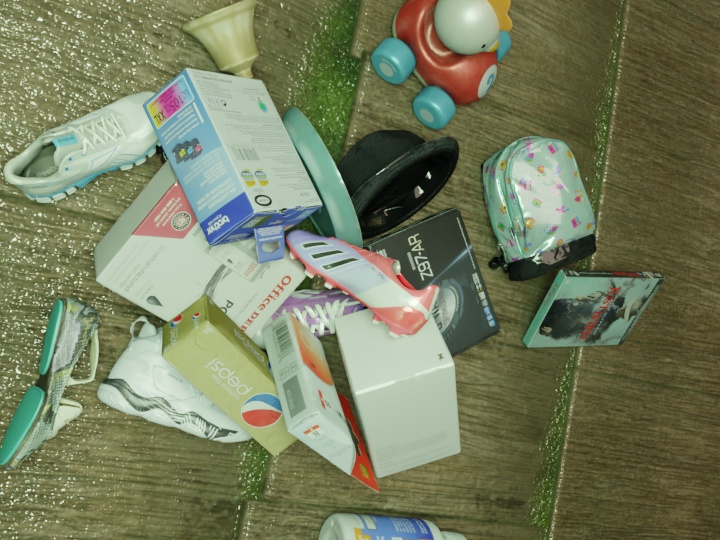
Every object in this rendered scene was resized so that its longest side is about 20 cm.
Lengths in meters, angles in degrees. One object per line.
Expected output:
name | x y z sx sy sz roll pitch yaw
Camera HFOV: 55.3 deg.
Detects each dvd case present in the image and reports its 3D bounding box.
dvd case | 0.368 0.061 1.085 0.199 0.022 0.147 1 127 -25

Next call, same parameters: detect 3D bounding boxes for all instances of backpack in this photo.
backpack | 0.267 -0.100 1.035 0.166 0.127 0.201 -20 94 -20

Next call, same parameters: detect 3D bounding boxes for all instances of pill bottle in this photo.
pill bottle | 0.049 0.393 0.931 0.199 0.112 0.113 12 84 -22

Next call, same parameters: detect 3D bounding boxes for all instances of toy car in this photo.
toy car | 0.149 -0.325 0.949 0.177 0.200 0.185 45 73 -16

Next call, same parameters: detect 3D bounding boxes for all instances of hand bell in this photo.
hand bell | -0.143 -0.238 0.895 0.104 0.104 0.201 -31 113 -21

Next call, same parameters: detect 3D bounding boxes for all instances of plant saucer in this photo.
plant saucer | -0.056 -0.105 0.856 0.027 0.200 0.201 -27 99 -11

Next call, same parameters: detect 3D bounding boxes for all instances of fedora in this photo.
fedora | 0.036 -0.134 0.937 0.200 0.201 0.092 -32 70 -21

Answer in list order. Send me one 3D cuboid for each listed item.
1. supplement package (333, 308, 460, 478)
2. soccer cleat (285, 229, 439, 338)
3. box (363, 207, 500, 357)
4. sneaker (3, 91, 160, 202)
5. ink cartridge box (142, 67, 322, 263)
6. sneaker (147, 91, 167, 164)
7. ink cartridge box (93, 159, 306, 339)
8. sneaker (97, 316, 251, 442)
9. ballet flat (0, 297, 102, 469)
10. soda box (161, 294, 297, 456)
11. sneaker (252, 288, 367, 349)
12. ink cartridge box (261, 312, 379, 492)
supplement package | 0.049 0.148 0.869 0.121 0.120 0.201 -15 136 -5
soccer cleat | 0.000 0.000 0.803 0.200 0.067 0.077 36 98 21
box | 0.102 0.028 1.003 0.160 0.043 0.201 -23 98 -23
sneaker | -0.306 -0.140 0.773 0.199 0.087 0.075 -33 91 -2
ink cartridge box | -0.128 -0.108 0.746 0.136 0.076 0.201 -17 77 -61
sneaker | -0.188 -0.147 0.866 0.115 0.076 0.201 -31 101 -26
ink cartridge box | -0.184 -0.009 0.807 0.200 0.083 0.147 37 99 -34
sneaker | -0.207 0.135 0.846 0.199 0.075 0.115 22 82 -18
ballet flat | -0.347 0.134 0.792 0.072 0.072 0.201 20 82 -22
soda box | -0.139 0.125 0.800 0.068 0.064 0.200 -36 120 5
sneaker | -0.049 0.058 0.898 0.200 0.114 0.073 -15 96 -22
ink cartridge box | -0.033 0.164 0.842 0.050 0.163 0.200 -36 132 11
